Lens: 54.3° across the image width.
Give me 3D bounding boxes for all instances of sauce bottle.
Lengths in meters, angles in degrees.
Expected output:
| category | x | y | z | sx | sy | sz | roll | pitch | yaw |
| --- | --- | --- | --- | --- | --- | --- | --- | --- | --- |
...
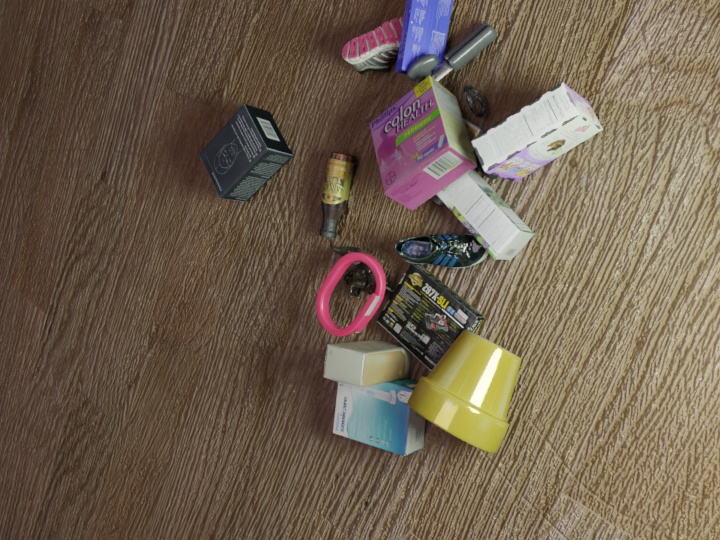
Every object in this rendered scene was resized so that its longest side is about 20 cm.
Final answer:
| category | x | y | z | sx | sy | sz | roll | pitch | yaw |
| --- | --- | --- | --- | --- | --- | --- | --- | --- | --- |
| sauce bottle | -0.059 | -0.178 | 1.667 | 0.066 | 0.066 | 0.202 | 12 | 96 | 34 |

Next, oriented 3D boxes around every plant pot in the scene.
| category | x | y | z | sx | sy | sz | roll | pitch | yaw |
| --- | --- | --- | --- | --- | --- | --- | --- | --- | --- |
| plant pot | 0.222 | 0.230 | 1.394 | 0.200 | 0.200 | 0.190 | 27 | 88 | 32 |

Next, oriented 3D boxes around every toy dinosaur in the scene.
| category | x | y | z | sx | sy | sz | roll | pitch | yaw |
| --- | --- | --- | --- | --- | --- | --- | --- | --- | --- |
| toy dinosaur | 0.000 | 0.000 | 1.628 | 0.102 | 0.077 | 0.201 | -38 | 63 | 15 |

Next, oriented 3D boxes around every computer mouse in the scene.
| category | x | y | z | sx | sy | sz | roll | pitch | yaw |
| --- | --- | --- | --- | --- | --- | --- | --- | --- | --- |
| computer mouse | 0.247 | -0.285 | 1.457 | 0.034 | 0.058 | 0.202 | -18 | 85 | 55 |

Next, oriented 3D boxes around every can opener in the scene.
| category | x | y | z | sx | sy | sz | roll | pitch | yaw |
| --- | --- | --- | --- | --- | --- | --- | --- | --- | --- |
| can opener | 0.193 | -0.450 | 1.474 | 0.199 | 0.067 | 0.053 | -35 | 37 | 8 |

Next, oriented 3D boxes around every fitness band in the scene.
| category | x | y | z | sx | sy | sz | roll | pitch | yaw |
| --- | --- | --- | --- | --- | --- | --- | --- | --- | --- |
| fitness band | -0.023 | 0.054 | 1.578 | 0.144 | 0.037 | 0.201 | 47 | 114 | 30 |

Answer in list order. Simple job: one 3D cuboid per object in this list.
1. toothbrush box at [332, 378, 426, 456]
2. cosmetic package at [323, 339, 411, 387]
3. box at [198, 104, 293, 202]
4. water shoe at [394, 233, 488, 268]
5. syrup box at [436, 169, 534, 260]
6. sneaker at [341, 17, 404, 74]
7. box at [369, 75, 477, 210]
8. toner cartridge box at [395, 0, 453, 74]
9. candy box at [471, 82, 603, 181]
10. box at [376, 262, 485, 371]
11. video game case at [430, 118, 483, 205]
| category | x | y | z | sx | sy | sz | roll | pitch | yaw |
| --- | --- | --- | --- | --- | --- | --- | --- | --- | --- |
| toothbrush box | 0.044 | 0.310 | 1.566 | 0.198 | 0.085 | 0.148 | 7 | 93 | 34 |
| cosmetic package | 0.019 | 0.198 | 1.518 | 0.104 | 0.199 | 0.072 | 9 | 94 | 34 |
| box | -0.296 | -0.298 | 1.809 | 0.200 | 0.107 | 0.149 | -39 | 68 | 26 |
| water shoe | 0.170 | -0.041 | 1.476 | 0.198 | 0.079 | 0.072 | -3 | 86 | 19 |
| syrup box | 0.253 | -0.119 | 1.441 | 0.082 | 0.078 | 0.200 | -50 | 63 | 23 |
| sneaker | 0.060 | -0.505 | 1.596 | 0.198 | 0.087 | 0.074 | -19 | 67 | 9 |
| box | 0.126 | -0.263 | 1.459 | 0.175 | 0.096 | 0.202 | -33 | 51 | 32 |
| toner cartridge box | 0.141 | -0.524 | 1.521 | 0.043 | 0.094 | 0.202 | -159 | 78 | -70 |
| candy box | 0.337 | -0.256 | 1.334 | 0.199 | 0.167 | 0.072 | -31 | 74 | 29 |
| box | 0.149 | 0.105 | 1.524 | 0.200 | 0.049 | 0.161 | 40 | 108 | 29 |
| video game case | 0.150 | -0.273 | 1.552 | 0.200 | 0.023 | 0.183 | 39 | 110 | 30 |
